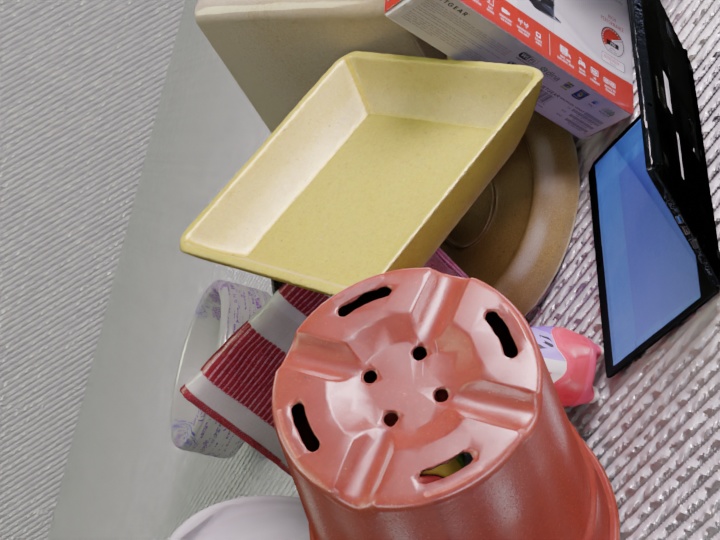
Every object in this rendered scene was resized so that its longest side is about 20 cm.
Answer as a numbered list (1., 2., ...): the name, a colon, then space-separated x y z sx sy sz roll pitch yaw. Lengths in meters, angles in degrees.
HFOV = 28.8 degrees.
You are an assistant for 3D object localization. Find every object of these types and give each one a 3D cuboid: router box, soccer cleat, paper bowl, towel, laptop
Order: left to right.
1. paper bowl: -0.144 0.118 1.629 0.201 0.104 0.202 -166 90 -72
2. towel: -0.012 0.056 1.006 0.200 0.144 0.023 -44 34 6
3. soccer cleat: 0.099 0.067 1.001 0.200 0.076 0.067 169 114 -69
4. router box: 0.108 -0.215 0.986 0.049 0.199 0.180 -26 50 43
5. laptop: 0.161 -0.064 0.874 0.103 0.200 0.178 -16 52 23

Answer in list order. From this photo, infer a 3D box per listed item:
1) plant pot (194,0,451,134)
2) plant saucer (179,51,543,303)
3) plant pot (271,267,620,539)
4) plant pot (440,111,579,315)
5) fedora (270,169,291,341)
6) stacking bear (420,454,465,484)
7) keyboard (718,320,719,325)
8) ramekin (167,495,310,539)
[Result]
1. plant pot: 0.030 -0.191 1.101 0.177 0.200 0.200 6 49 46
2. plant saucer: 0.005 -0.056 0.925 0.200 0.049 0.200 15 59 47
3. plant pot: 0.044 0.112 0.817 0.196 0.200 0.202 69 -163 -52
4. plant pot: 0.092 -0.046 1.104 0.200 0.027 0.201 -24 59 49
5. fedora: 0.000 0.000 1.064 0.200 0.090 0.177 81 -161 -52
6. stacking bear: 0.038 0.172 1.066 0.200 0.113 0.122 -112 40 -53
7. keyboard: 0.243 -0.027 0.744 0.127 0.021 0.201 -12 64 63
8. ramekin: -0.046 0.248 0.917 0.203 0.201 0.095 -104 29 -55
